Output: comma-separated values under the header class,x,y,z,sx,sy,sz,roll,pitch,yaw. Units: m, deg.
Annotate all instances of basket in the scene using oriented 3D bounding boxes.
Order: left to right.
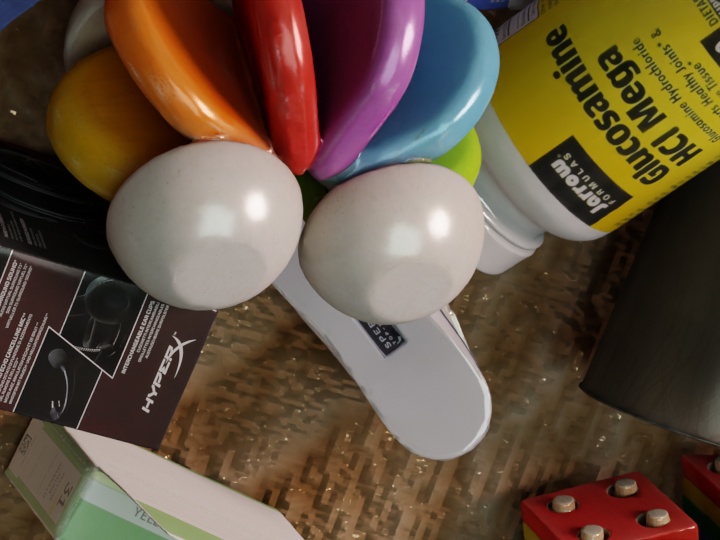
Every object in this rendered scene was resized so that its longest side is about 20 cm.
class,x,y,z,sx,sy,sz,roll,pitch,yaw
basket,0.209,-0.015,1.269,0.180,0.136,0.201,9,100,-60

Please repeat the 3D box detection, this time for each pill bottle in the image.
class,x,y,z,sx,sy,sz,roll,pitch,yaw
pill bottle,0.120,-0.086,1.198,0.200,0.113,0.112,-35,118,22

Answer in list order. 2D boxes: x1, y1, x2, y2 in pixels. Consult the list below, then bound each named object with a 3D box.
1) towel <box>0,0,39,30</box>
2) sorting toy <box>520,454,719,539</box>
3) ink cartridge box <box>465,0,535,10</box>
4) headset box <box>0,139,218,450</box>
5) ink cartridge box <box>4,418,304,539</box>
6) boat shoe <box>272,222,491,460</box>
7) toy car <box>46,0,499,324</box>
class,x,y,z,sx,sy,sz,roll,pitch,yaw
towel,-0.239,-0.147,1.074,0.200,0.145,0.024,29,57,-25
sorting toy,0.192,0.156,1.279,0.198,0.200,0.070,-12,113,-16
ink cartridge box,0.138,-0.184,1.218,0.199,0.042,0.120,-6,134,-20
headset box,-0.180,-0.007,1.117,0.200,0.149,0.077,18,106,-24
ink cartridge box,-0.072,0.134,1.177,0.145,0.200,0.048,28,94,-26
boat shoe,0.000,0.000,1.233,0.071,0.070,0.200,-35,91,6
toy car,-0.027,-0.080,1.089,0.200,0.175,0.150,6,133,-27
